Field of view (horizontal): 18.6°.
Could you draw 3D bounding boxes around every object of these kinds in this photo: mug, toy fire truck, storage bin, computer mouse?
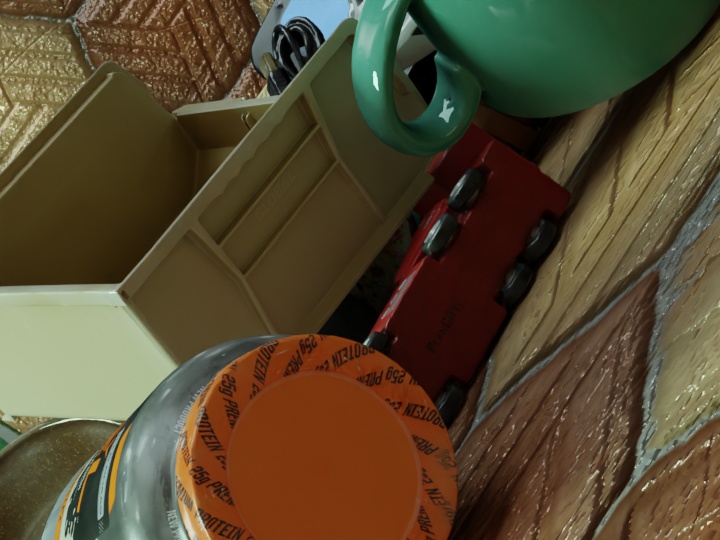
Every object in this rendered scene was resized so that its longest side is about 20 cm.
[{"bbox_3d":[0.074,-0.150,0.965,0.151,0.114,0.186,-6,50,39],"label":"mug"},{"bbox_3d":[0.036,0.007,1.015,0.201,0.049,0.141,-59,7,-23],"label":"toy fire truck"},{"bbox_3d":[-0.090,-0.024,1.055,0.199,0.094,0.199,-3,41,49],"label":"storage bin"},{"bbox_3d":[0.028,-0.137,1.123,0.200,0.044,0.110,-47,52,28],"label":"computer mouse"}]

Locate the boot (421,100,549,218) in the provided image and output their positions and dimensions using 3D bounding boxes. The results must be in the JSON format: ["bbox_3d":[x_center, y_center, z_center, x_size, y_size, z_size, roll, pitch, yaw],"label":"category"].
[{"bbox_3d":[0.079,-0.098,1.142,0.155,0.073,0.200,-57,-4,-11],"label":"boot"}]

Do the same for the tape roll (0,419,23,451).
[{"bbox_3d":[-0.177,0.138,1.255,0.048,0.200,0.200,-56,6,-6],"label":"tape roll"}]

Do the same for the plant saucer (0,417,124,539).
[{"bbox_3d":[-0.131,0.171,1.057,0.037,0.200,0.201,19,-68,-50],"label":"plant saucer"}]

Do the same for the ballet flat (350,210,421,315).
[{"bbox_3d":[0.000,0.000,1.190,0.200,0.063,0.076,125,135,-86],"label":"ballet flat"}]

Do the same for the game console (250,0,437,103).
[{"bbox_3d":[0.015,-0.169,1.222,0.201,0.116,0.176,-62,-1,12],"label":"game console"}]

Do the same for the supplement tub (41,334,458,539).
[{"bbox_3d":[-0.044,0.097,0.813,0.123,0.122,0.200,-59,7,-27],"label":"supplement tub"}]

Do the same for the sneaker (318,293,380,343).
[{"bbox_3d":[-0.044,0.101,1.109,0.200,0.080,0.086,-50,-9,7],"label":"sneaker"}]

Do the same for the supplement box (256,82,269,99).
[{"bbox_3d":[-0.006,-0.097,1.385,0.200,0.073,0.126,-53,31,31],"label":"supplement box"}]
